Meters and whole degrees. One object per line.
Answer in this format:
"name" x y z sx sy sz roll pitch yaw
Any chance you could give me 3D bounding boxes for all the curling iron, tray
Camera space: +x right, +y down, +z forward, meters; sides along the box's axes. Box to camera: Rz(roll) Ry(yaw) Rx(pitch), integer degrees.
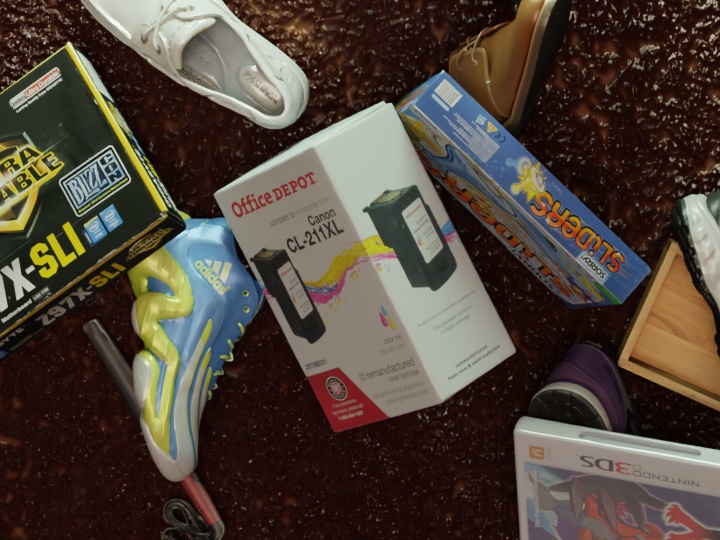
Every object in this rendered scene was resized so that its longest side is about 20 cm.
"curling iron" -0.160 0.128 1.649 0.049 0.026 0.201 -25 95 3
"tray" 0.298 0.063 1.608 0.199 0.037 0.099 24 98 -1

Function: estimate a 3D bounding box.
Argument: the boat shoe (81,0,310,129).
"boat shoe" -0.124 -0.173 1.586 0.199 0.069 0.071 33 100 0

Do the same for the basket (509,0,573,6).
"basket" 0.075 -0.284 1.532 0.198 0.136 0.182 17 93 5

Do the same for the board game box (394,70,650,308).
"board game box" 0.106 -0.054 1.548 0.200 0.135 0.034 43 82 -5

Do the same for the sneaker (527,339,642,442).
"sneaker" 0.189 0.144 1.607 0.075 0.088 0.201 1 125 29

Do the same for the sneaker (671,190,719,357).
"sneaker" 0.288 0.035 1.552 0.079 0.074 0.202 -19 96 1

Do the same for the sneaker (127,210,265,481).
"sneaker" -0.116 0.051 1.606 0.104 0.076 0.202 -7 89 1

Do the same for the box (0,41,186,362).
"box" -0.248 -0.043 1.594 0.199 0.049 0.160 -34 72 7

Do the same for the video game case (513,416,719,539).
"video game case" 0.202 0.201 1.568 0.181 0.023 0.201 9 128 20

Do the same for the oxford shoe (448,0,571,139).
"oxford shoe" 0.097 -0.143 1.522 0.071 0.200 0.072 31 63 4

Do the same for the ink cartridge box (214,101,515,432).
"ink cartridge box" 0.000 0.000 1.557 0.083 0.145 0.201 -31 96 -35
